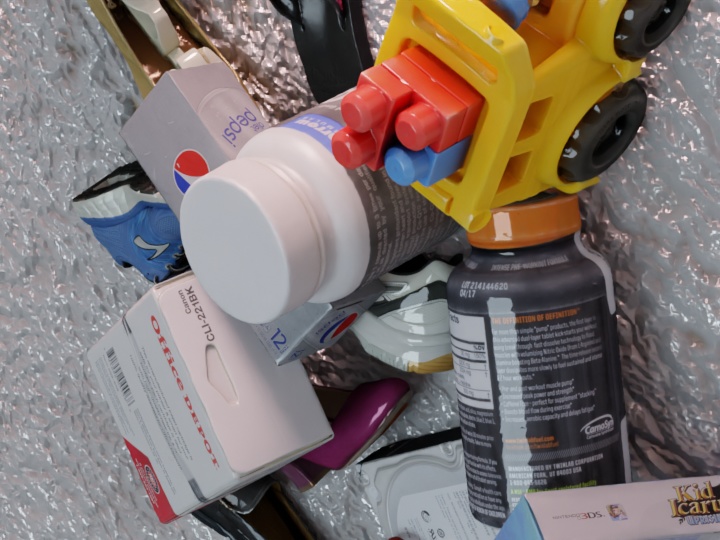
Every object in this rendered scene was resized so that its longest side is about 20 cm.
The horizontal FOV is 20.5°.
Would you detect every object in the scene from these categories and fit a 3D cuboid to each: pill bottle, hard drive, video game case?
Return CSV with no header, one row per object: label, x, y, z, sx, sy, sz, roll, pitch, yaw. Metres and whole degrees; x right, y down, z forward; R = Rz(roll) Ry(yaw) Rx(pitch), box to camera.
pill bottle,0.109,0.052,1.235,0.106,0.106,0.202,4,105,45
pill bottle,-0.010,-0.049,1.241,0.113,0.199,0.115,24,128,35
hard drive,0.092,0.176,1.391,0.199,0.038,0.141,-19,98,49
video game case,0.147,0.201,1.235,0.046,0.180,0.201,67,147,34

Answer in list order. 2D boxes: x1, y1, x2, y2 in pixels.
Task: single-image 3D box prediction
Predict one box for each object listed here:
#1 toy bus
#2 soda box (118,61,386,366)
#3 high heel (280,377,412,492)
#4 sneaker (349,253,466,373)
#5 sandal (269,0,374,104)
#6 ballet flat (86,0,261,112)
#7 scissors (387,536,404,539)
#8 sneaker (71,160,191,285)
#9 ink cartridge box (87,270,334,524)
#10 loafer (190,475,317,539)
toy bus,0.071,-0.125,1.120,0.136,0.191,0.201,41,135,24
soda box,-0.073,-0.040,1.328,0.068,0.063,0.201,-46,72,35
high heel,-0.035,0.098,1.453,0.096,0.067,0.200,48,143,-1
sneaker,0.000,0.000,1.375,0.199,0.075,0.089,20,109,36
sandal,-0.037,-0.192,1.308,0.075,0.045,0.202,2,113,46
ballet flat,-0.135,-0.152,1.412,0.200,0.068,0.063,50,165,13
scissors,0.020,0.251,1.490,0.073,0.014,0.200,55,154,10
sneaker,-0.135,-0.039,1.492,0.199,0.078,0.090,-6,118,55
ink cartridge box,-0.112,0.087,1.426,0.145,0.083,0.200,65,156,5
loafer,-0.088,0.176,1.565,0.072,0.073,0.201,-32,97,42
